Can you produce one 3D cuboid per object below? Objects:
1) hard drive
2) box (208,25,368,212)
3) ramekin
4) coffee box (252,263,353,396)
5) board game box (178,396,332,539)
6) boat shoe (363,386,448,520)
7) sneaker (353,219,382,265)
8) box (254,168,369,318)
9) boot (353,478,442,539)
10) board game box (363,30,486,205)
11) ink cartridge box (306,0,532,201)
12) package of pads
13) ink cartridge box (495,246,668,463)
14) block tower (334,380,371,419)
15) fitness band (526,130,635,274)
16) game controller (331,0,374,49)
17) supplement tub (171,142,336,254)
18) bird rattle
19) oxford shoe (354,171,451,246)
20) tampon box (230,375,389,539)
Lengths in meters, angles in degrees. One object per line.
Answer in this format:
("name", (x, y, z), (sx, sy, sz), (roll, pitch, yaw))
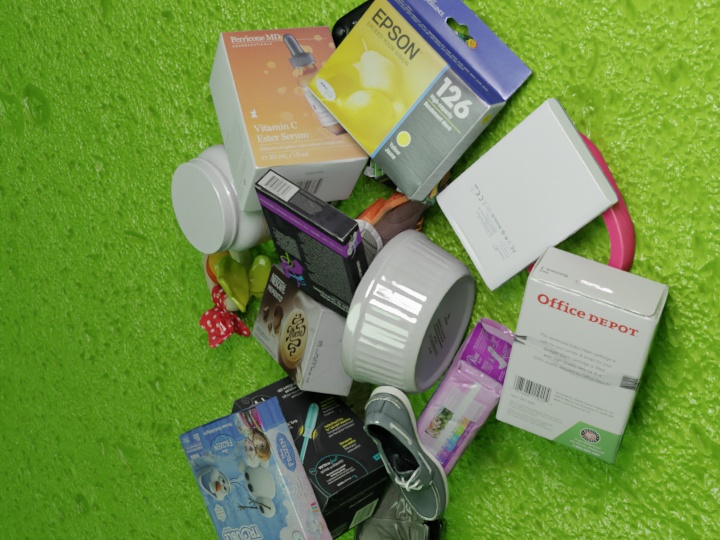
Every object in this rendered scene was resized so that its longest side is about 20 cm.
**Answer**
("hard drive", (0.184, -0.082, 1.214), (0.200, 0.025, 0.133), (-40, 76, 44))
("box", (-0.095, -0.194, 1.358), (0.107, 0.150, 0.203), (121, 136, -60))
("ramekin", (0.066, 0.059, 1.326), (0.093, 0.202, 0.205), (23, 122, 22))
("coffee box", (-0.071, 0.078, 1.482), (0.200, 0.079, 0.115), (38, 114, 59))
("board game box", (-0.145, 0.289, 1.437), (0.199, 0.043, 0.202), (-26, 86, 46))
("boat shoe", (0.052, 0.239, 1.313), (0.072, 0.062, 0.202), (-9, 118, 26))
("sneaker", (0.000, 0.000, 1.407), (0.098, 0.078, 0.201), (14, 147, 41))
("box", (-0.050, -0.021, 1.303), (0.142, 0.036, 0.201), (32, 155, 27))
("boot", (0.057, 0.388, 1.552), (0.130, 0.067, 0.203), (19, 117, 39))
("board game box", (0.078, -0.191, 1.287), (0.104, 0.023, 0.203), (26, 103, 32))
("ink cartridge box", (0.064, -0.222, 1.249), (0.198, 0.047, 0.200), (48, 113, 18))
("package of pads", (0.126, 0.168, 1.349), (0.075, 0.121, 0.201), (30, 129, 5))
("ink cartridge box", (0.245, 0.093, 1.191), (0.144, 0.084, 0.203), (20, 124, 17))
("block tower", (-0.023, 0.178, 1.561), (0.058, 0.054, 0.202), (37, 129, 31))
("fitness band", (0.232, -0.065, 1.217), (0.143, 0.037, 0.202), (-28, 85, 45))
("game controller", (0.031, -0.237, 1.352), (0.104, 0.042, 0.203), (-22, 89, 48))
("supplement tub", (-0.142, -0.111, 1.458), (0.144, 0.198, 0.148), (26, 127, 41))
("bird rattle", (-0.199, 0.016, 1.679), (0.165, 0.111, 0.200), (69, 152, 17))
("oxford shoe", (0.062, -0.071, 1.380), (0.073, 0.071, 0.199), (49, 142, -8))
("tampon box", (-0.077, 0.264, 1.500), (0.200, 0.149, 0.128), (41, 129, 28))
